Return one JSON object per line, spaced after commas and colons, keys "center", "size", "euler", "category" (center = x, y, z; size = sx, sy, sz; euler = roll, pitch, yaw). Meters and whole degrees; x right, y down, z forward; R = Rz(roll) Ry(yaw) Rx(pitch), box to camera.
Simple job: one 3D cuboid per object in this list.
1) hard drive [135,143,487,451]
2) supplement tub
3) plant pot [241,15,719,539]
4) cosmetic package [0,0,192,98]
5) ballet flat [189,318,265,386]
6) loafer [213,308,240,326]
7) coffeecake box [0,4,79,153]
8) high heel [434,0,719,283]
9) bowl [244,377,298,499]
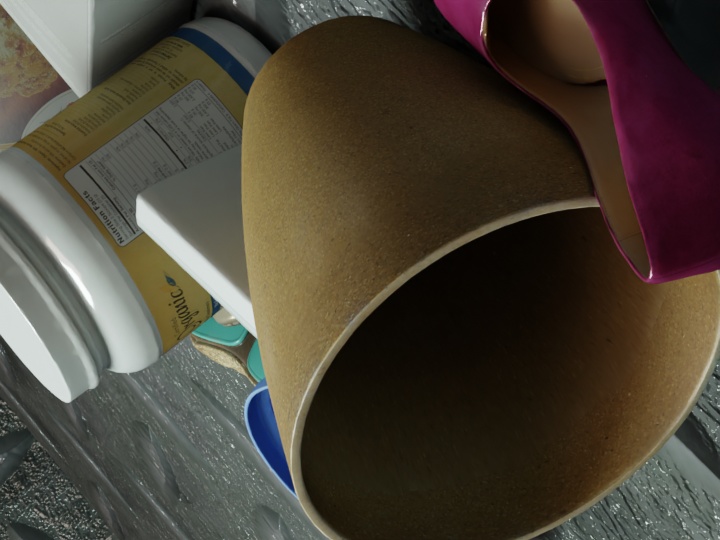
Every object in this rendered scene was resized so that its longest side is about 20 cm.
{"center": [0.000, 0.000, 0.809], "size": [0.200, 0.131, 0.026], "euler": [41, 142, 31], "category": "hard drive"}
{"center": [-0.123, -0.034, 0.933], "size": [0.145, 0.200, 0.145], "euler": [45, 161, 20], "category": "supplement tub"}
{"center": [0.024, -0.014, 0.691], "size": [0.187, 0.185, 0.201], "euler": [72, 171, -46], "category": "plant pot"}
{"center": [-0.150, -0.186, 0.907], "size": [0.107, 0.090, 0.200], "euler": [50, 159, 5], "category": "cosmetic package"}
{"center": [-0.058, 0.055, 1.186], "size": [0.065, 0.071, 0.200], "euler": [32, 177, -32], "category": "ballet flat"}
{"center": [-0.080, -0.004, 1.098], "size": [0.200, 0.075, 0.069], "euler": [-173, 78, -73], "category": "loafer"}
{"center": [-0.240, -0.151, 1.073], "size": [0.201, 0.153, 0.073], "euler": [55, 162, -11], "category": "coffeecake box"}
{"center": [0.068, -0.065, 0.574], "size": [0.199, 0.096, 0.068], "euler": [31, 144, 44], "category": "high heel"}
{"center": [0.019, 0.125, 1.055], "size": [0.199, 0.039, 0.201], "euler": [26, 149, 17], "category": "bowl"}
